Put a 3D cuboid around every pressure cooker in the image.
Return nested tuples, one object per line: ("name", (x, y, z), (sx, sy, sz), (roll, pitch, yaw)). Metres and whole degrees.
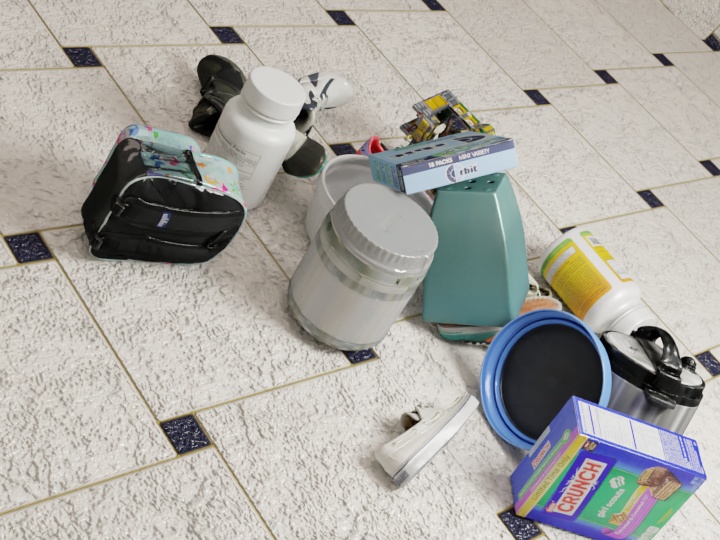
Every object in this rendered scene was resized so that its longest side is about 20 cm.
("pressure cooker", (0.395, 0.177, 1.636), (0.178, 0.201, 0.176), (7, 24, -47))

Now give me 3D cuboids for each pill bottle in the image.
("pill bottle", (-0.161, -0.198, 1.697), (0.114, 0.200, 0.115), (20, 37, -16))
("pill bottle", (0.398, 0.033, 1.909), (0.111, 0.111, 0.200), (-9, 53, -42))

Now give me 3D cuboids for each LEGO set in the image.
("LEGO set", (0.121, -0.202, 1.923), (0.116, 0.200, 0.154), (-29, 80, -42))

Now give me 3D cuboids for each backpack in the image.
("backpack", (-0.259, -0.093, 1.527), (0.199, 0.178, 0.151), (12, 45, -31))

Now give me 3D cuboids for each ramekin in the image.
("ramekin", (0.009, -0.075, 1.759), (0.199, 0.105, 0.201), (20, 37, -16))

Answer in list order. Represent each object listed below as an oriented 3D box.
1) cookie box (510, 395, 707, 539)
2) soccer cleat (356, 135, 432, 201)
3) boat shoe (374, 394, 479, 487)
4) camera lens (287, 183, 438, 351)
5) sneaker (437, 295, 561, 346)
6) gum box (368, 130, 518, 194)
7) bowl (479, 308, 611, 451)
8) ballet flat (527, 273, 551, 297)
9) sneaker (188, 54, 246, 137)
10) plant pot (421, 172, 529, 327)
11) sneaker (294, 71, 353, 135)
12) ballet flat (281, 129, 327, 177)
("cookie box", (0.330, 0.278, 1.527), (0.199, 0.172, 0.075), (20, 35, -14))
("soccer cleat", (0.070, -0.140, 1.902), (0.200, 0.077, 0.067), (42, 37, 14))
("boat shoe", (0.087, 0.210, 1.519), (0.070, 0.071, 0.200), (43, 44, 11))
("camera lens", (0.000, 0.000, 1.583), (0.159, 0.200, 0.160), (19, 38, -16))
("sneaker", (0.213, 0.095, 1.744), (0.199, 0.080, 0.071), (-6, 30, -12))
("gum box", (0.117, -0.161, 1.669), (0.169, 0.045, 0.200), (-14, 12, -11))
("bowl", (0.262, 0.156, 1.603), (0.039, 0.201, 0.201), (19, 33, -49))
("ballet flat", (0.221, 0.009, 1.839), (0.199, 0.075, 0.068), (25, 37, -8))
("sneaker", (-0.237, -0.282, 1.845), (0.114, 0.076, 0.200), (1, 51, -44))
("plant pot", (0.171, -0.039, 1.696), (0.141, 0.201, 0.141), (4, 26, 17))
("sneaker", (-0.085, -0.275, 1.945), (0.198, 0.080, 0.130), (1, 47, -35))
("ballet flat", (-0.112, -0.193, 1.789), (0.068, 0.068, 0.200), (42, -2, -23))
